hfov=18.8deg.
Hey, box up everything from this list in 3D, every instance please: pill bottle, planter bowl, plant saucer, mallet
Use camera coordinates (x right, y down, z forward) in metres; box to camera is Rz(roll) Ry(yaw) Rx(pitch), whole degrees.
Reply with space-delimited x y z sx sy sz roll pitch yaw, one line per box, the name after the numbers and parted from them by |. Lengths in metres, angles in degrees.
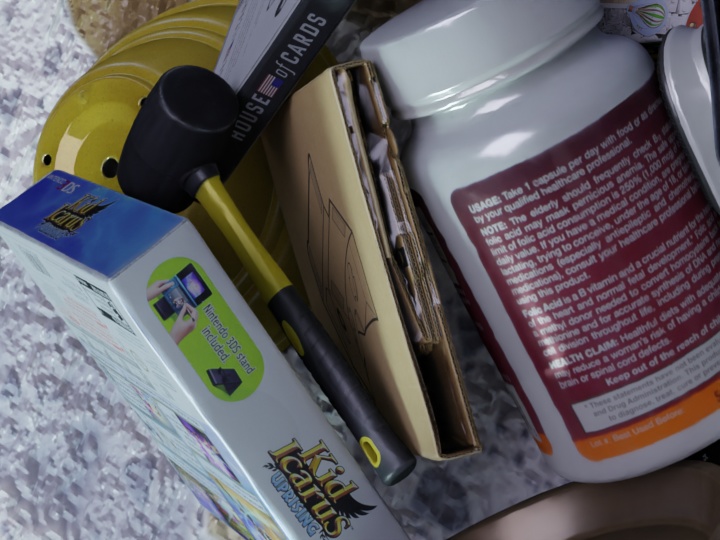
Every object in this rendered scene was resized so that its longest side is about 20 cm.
0.086 -0.025 0.892 0.114 0.114 0.200 -20 104 30 | pill bottle
-0.102 -0.046 1.086 0.200 0.083 0.201 -5 81 33 | planter bowl
0.061 0.135 0.844 0.200 0.200 0.030 -22 102 30 | plant saucer
-0.042 0.010 0.926 0.200 0.041 0.066 60 143 12 | mallet

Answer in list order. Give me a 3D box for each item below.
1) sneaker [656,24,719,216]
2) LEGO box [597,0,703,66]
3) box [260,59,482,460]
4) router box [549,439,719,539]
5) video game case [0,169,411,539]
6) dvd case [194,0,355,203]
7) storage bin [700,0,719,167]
0.205 -0.021 0.854 0.115 0.076 0.201 -21 100 27 | sneaker
0.115 -0.188 0.962 0.149 0.077 0.201 -3 83 34 | LEGO box
0.000 0.000 0.945 0.021 0.200 0.164 -16 91 -11 | box
0.161 0.177 0.902 0.149 0.051 0.200 -38 65 26 | router box
-0.073 0.047 0.961 0.045 0.181 0.200 -38 21 -13 | video game case
-0.019 -0.138 0.970 0.200 0.025 0.151 -50 17 48 | dvd case
0.194 -0.125 0.707 0.200 0.094 0.135 116 164 -45 | storage bin
